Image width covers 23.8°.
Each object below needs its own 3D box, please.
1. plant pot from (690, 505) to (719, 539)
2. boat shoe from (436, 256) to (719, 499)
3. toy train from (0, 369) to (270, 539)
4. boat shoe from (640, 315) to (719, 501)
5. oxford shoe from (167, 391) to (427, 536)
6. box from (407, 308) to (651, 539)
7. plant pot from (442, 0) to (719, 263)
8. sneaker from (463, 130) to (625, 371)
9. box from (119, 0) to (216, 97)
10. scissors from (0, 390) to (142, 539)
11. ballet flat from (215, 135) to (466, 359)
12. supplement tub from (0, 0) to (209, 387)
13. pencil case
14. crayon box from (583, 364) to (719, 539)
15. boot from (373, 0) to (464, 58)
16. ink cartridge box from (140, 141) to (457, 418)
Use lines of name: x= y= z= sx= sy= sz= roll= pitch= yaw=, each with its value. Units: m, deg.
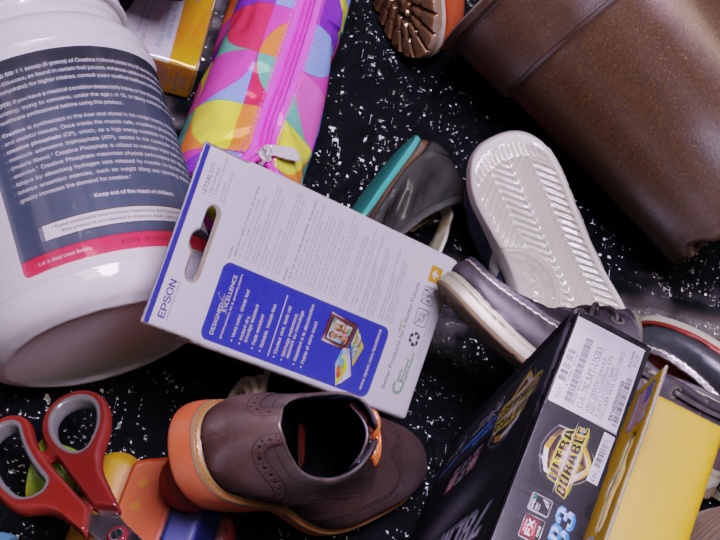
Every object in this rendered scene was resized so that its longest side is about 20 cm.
plant pot: x=0.207 y=0.194 z=0.922 sx=0.201 sy=0.201 sz=0.093 roll=-28 pitch=37 yaw=-25
boat shoe: x=0.132 y=0.049 z=0.949 sx=0.200 sy=0.072 sz=0.065 roll=37 pitch=90 yaw=-10
toy train: x=-0.124 y=0.114 z=0.908 sx=0.116 sy=0.085 sz=0.200 roll=13 pitch=59 yaw=8
boat shoe: x=0.223 y=0.111 z=1.005 sx=0.200 sy=0.071 sz=0.063 roll=46 pitch=66 yaw=3
oxford shoe: x=-0.011 y=0.099 z=0.893 sx=0.200 sy=0.072 sz=0.071 roll=10 pitch=67 yaw=-56
box: x=0.061 y=0.143 z=0.869 sx=0.050 sy=0.200 sz=0.199 roll=29 pitch=63 yaw=-3
plant pot: x=0.188 y=-0.125 z=1.043 sx=0.200 sy=0.200 sz=0.198 roll=-38 pitch=89 yaw=-27
sneaker: x=0.114 y=0.013 z=1.021 sx=0.075 sy=0.085 sz=0.200 roll=-15 pitch=94 yaw=0
box: x=-0.186 y=-0.188 z=1.044 sx=0.200 sy=0.041 sz=0.119 roll=14 pitch=63 yaw=-6
scissors: x=-0.130 y=0.130 z=0.843 sx=0.073 sy=0.014 sz=0.200 roll=-28 pitch=47 yaw=-11
ballet flat: x=0.000 y=0.000 z=0.996 sx=0.068 sy=0.068 sz=0.200 roll=48 pitch=62 yaw=-6
supplement tub: x=-0.165 y=-0.050 z=0.928 sx=0.140 sy=0.140 sz=0.200 roll=-12 pitch=70 yaw=-20
pencil case: x=-0.054 y=-0.112 z=1.021 sx=0.088 sy=0.088 sz=0.200 roll=17 pitch=62 yaw=-8
crayon box: x=0.121 y=0.145 z=0.884 sx=0.052 sy=0.200 sz=0.126 roll=27 pitch=62 yaw=-2
boot: x=0.060 y=-0.229 z=1.114 sx=0.107 sy=0.075 sz=0.200 roll=6 pitch=71 yaw=-29
ink cartridge box: x=-0.034 y=0.008 z=0.895 sx=0.200 sy=0.037 sz=0.095 roll=25 pitch=82 yaw=-46
